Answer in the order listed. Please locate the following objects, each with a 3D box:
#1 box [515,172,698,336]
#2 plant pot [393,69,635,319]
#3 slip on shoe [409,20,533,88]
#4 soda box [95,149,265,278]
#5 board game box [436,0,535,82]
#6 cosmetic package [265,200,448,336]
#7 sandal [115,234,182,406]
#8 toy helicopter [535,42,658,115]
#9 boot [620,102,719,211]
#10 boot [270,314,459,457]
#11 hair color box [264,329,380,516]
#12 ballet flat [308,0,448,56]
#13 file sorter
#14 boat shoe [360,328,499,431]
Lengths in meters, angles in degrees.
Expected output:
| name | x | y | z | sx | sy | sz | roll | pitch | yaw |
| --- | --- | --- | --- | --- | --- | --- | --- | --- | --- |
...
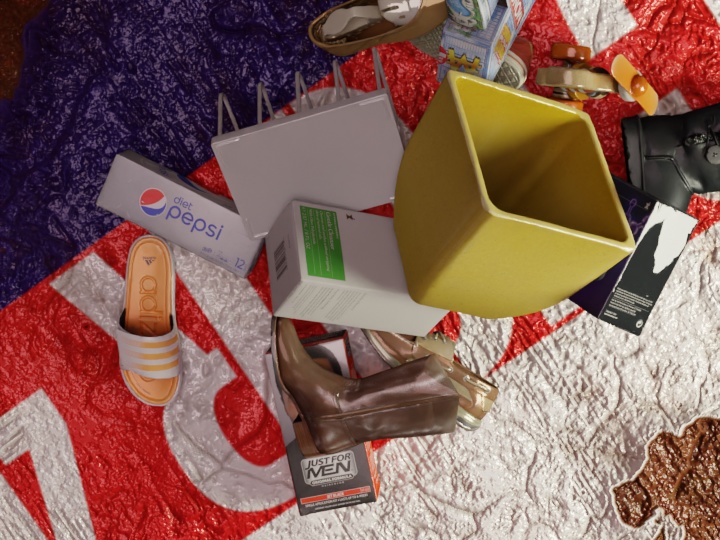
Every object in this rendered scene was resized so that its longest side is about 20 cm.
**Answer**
| name | x | y | z | sx | sy | sz | roll | pitch | yaw |
| --- | --- | --- | --- | --- | --- | --- | --- | --- | --- |
| box | 0.257 | -0.039 | 1.514 | 0.078 | 0.200 | 0.142 | 22 | 100 | -36 |
| plant pot | 0.139 | -0.057 | 1.463 | 0.193 | 0.196 | 0.200 | 12 | 138 | -28 |
| slip on shoe | 0.110 | -0.278 | 1.564 | 0.199 | 0.074 | 0.061 | 31 | 57 | 8 |
| soda box | -0.205 | -0.068 | 1.612 | 0.198 | 0.063 | 0.069 | 26 | 101 | 0 |
| board game box | 0.139 | -0.301 | 1.453 | 0.061 | 0.200 | 0.202 | 20 | 78 | 16 |
| cosmetic package | 0.000 | 0.000 | 1.537 | 0.197 | 0.085 | 0.109 | 7 | 56 | -27 |
| sandal | -0.259 | 0.064 | 1.637 | 0.078 | 0.059 | 0.210 | -1 | 99 | 4 |
| toy helicopter | 0.252 | -0.204 | 1.490 | 0.131 | 0.200 | 0.080 | 12 | 99 | 19 |
| boot | 0.390 | -0.092 | 1.559 | 0.166 | 0.076 | 0.203 | -7 | 92 | 9 |
| boot | 0.008 | 0.115 | 1.555 | 0.197 | 0.064 | 0.189 | -12 | 111 | 13 |
| hair color box | -0.044 | 0.182 | 1.639 | 0.100 | 0.061 | 0.203 | -12 | 97 | 7 |
| ballet flat | 0.024 | -0.284 | 1.518 | 0.198 | 0.063 | 0.070 | -18 | 77 | 38 |
| file sorter | -0.053 | -0.148 | 1.542 | 0.197 | 0.125 | 0.140 | -15 | 129 | 6 |
| boat shoe | 0.081 | 0.103 | 1.617 | 0.200 | 0.076 | 0.072 | 41 | 95 | -12 |
